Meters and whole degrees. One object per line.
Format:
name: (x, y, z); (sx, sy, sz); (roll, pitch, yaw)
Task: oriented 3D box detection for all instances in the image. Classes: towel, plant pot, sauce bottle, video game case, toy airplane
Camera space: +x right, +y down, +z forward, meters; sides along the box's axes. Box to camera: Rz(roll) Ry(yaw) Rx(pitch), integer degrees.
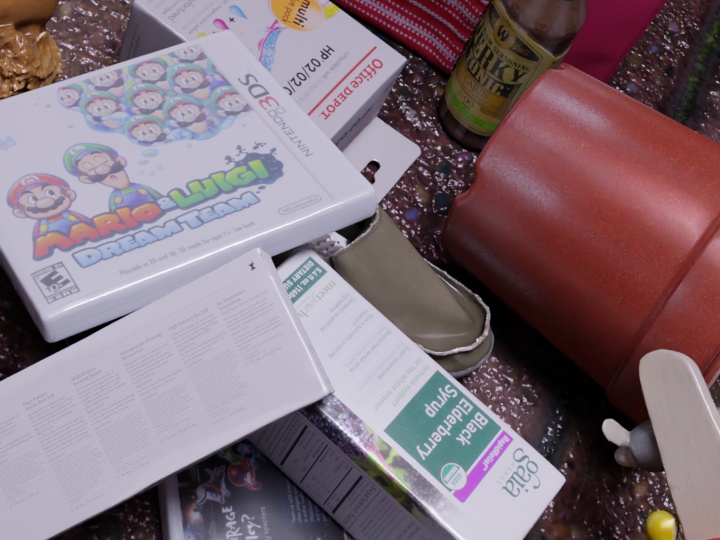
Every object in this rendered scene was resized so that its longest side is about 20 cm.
towel: (0.041, -0.230, 0.938); (0.144, 0.200, 0.023); (32, 58, -1)
plant pot: (0.170, -0.021, 0.868); (0.195, 0.202, 0.201); (36, 50, 14)
sauce bottle: (0.115, -0.166, 0.926); (0.064, 0.201, 0.065); (10, 53, -14)
video game case: (-0.120, -0.058, 0.760); (0.198, 0.024, 0.182); (-22, 50, -23)
video game case: (-0.017, 0.180, 0.745); (0.180, 0.023, 0.202); (2, 58, -23)
toy airplane: (0.197, 0.169, 0.730); (0.198, 0.141, 0.201); (28, 86, 24)

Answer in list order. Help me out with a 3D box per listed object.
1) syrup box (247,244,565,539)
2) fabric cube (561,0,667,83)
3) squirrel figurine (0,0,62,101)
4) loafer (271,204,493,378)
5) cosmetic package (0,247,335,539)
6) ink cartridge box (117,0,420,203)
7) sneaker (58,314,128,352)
syrup box: (0.008, 0.090, 0.750); (0.200, 0.082, 0.079); (41, 53, 8)
fabric cube: (0.153, -0.268, 1.015); (0.195, 0.200, 0.201); (34, 50, 0)
squirrel figurine: (-0.257, -0.164, 0.769); (0.140, 0.202, 0.186); (-1, 12, 21)
loafer: (0.000, 0.000, 0.844); (0.199, 0.070, 0.076); (28, 51, -4)
cosmetic package: (-0.119, 0.071, 0.682); (0.198, 0.051, 0.083); (-27, 86, 1)
ink cartridge box: (-0.050, -0.130, 0.912); (0.199, 0.068, 0.115); (37, 51, 4)
sneaker: (-0.143, -0.017, 0.787); (0.069, 0.078, 0.202); (7, 56, -19)
